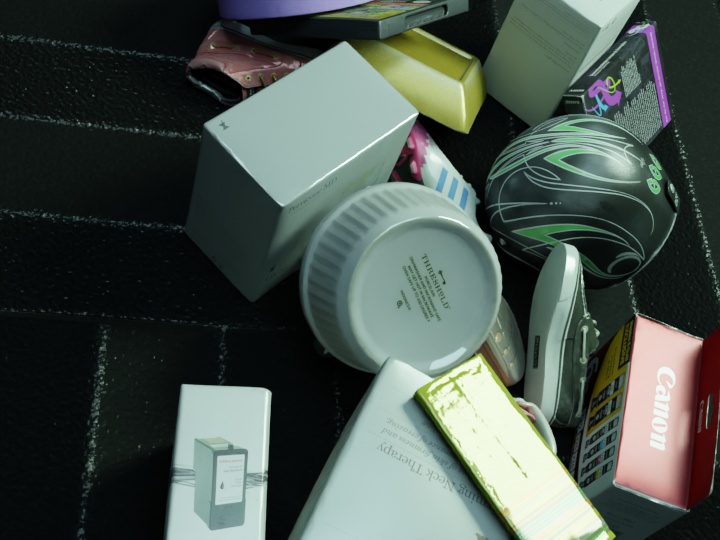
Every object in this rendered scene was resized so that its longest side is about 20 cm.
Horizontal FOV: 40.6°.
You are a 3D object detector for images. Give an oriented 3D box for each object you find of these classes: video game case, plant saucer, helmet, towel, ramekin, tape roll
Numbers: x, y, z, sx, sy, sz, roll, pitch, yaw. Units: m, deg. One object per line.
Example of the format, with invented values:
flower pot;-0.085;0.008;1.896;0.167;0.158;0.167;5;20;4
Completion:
video game case;-0.002;-0.308;1.170;0.199;0.026;0.181;13;29;36
plant saucer;0.067;-0.260;1.211;0.199;0.049;0.200;27;27;1
helmet;0.248;-0.087;1.138;0.190;0.200;0.201;29;55;-17
towel;0.133;0.171;0.847;0.086;0.018;0.200;-23;69;-33
ramekin;0.046;0.017;0.959;0.202;0.094;0.203;-4;103;-17
tape roll;-0.076;-0.352;1.172;0.199;0.066;0.200;-6;21;2

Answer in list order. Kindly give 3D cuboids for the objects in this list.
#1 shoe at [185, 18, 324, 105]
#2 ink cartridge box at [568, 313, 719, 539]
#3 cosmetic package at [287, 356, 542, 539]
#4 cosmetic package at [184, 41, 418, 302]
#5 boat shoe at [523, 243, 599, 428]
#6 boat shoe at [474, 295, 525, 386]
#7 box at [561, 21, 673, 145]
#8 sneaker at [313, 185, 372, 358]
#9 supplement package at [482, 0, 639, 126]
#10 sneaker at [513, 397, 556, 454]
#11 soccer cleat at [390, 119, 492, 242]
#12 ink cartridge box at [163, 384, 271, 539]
shoe;-0.110;-0.232;1.187;0.199;0.072;0.091;23;58;5
ink cartridge box;0.289;0.156;0.999;0.084;0.176;0.201;20;56;-3
cosmetic package;0.039;0.226;0.893;0.167;0.166;0.200;28;57;1
cosmetic package;-0.067;-0.103;1.041;0.123;0.200;0.199;45;59;13
boat shoe;0.224;0.072;1.066;0.063;0.071;0.201;8;90;-13
boat shoe;0.114;0.042;1.085;0.076;0.072;0.200;-20;79;-58
box;0.338;-0.214;1.265;0.036;0.143;0.200;10;43;42
sneaker;0.000;0.000;1.044;0.080;0.074;0.200;30;90;16
supplement package;0.252;-0.297;1.245;0.117;0.200;0.117;40;58;11
sneaker;0.123;0.142;1.006;0.075;0.105;0.200;-36;73;-28
soccer cleat;0.093;-0.100;1.170;0.086;0.070;0.201;-7;67;-31
ink cartridge box;-0.131;0.220;0.862;0.084;0.146;0.201;6;58;-10
